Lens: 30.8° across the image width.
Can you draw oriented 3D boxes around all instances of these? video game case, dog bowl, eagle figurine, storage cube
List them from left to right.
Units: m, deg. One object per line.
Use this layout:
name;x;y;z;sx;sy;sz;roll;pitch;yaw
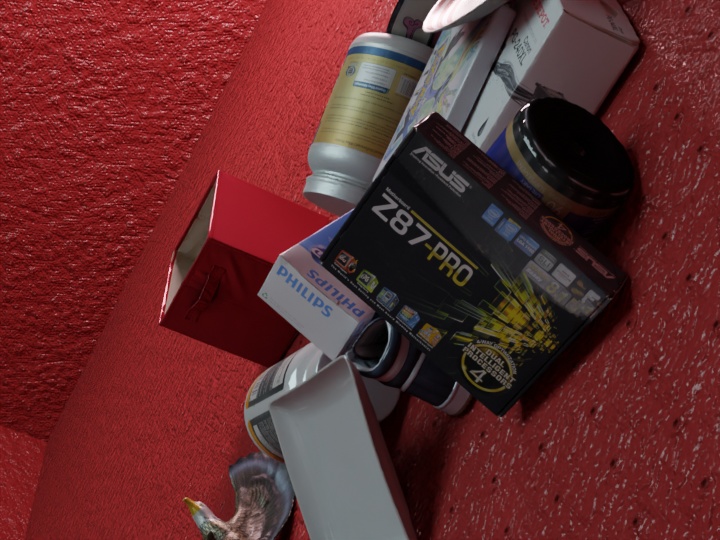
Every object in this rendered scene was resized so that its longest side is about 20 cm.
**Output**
eagle figurine;-0.145;0.309;1.517;0.152;0.151;0.200;-15;3;19
storage cube;-0.160;0.001;1.826;0.171;0.180;0.200;-57;20;31
video game case;0.077;-0.166;1.291;0.200;0.022;0.182;-64;13;3
dog bowl;0.111;-0.333;1.515;0.200;0.074;0.200;-57;-4;-6

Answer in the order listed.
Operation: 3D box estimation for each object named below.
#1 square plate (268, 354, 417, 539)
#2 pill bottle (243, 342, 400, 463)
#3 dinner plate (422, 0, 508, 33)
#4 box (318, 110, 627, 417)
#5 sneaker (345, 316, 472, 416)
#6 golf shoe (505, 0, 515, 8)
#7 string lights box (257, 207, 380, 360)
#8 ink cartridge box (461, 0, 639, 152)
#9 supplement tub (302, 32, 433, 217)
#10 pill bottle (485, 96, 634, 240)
square plate;-0.014;0.194;1.225;0.200;0.028;0.198;-37;69;59
pill bottle;-0.041;0.136;1.382;0.200;0.116;0.116;-33;37;61
dinner plate;0.140;-0.285;1.227;0.200;0.024;0.200;-37;17;13
box;0.085;-0.002;1.034;0.161;0.200;0.049;-52;-7;36
sneaker;0.039;0.062;1.240;0.070;0.108;0.200;-62;17;13
golf shoe;0.147;-0.280;1.345;0.075;0.092;0.200;-42;51;-3
string lights box;0.000;0.000;1.297;0.200;0.103;0.059;-35;-18;-52
ink cartridge box;0.159;-0.168;1.213;0.200;0.083;0.145;-59;16;26
supplement tub;0.025;-0.159;1.518;0.200;0.145;0.145;-69;16;-8
pill bottle;0.128;-0.039;1.090;0.200;0.112;0.112;-53;21;39
